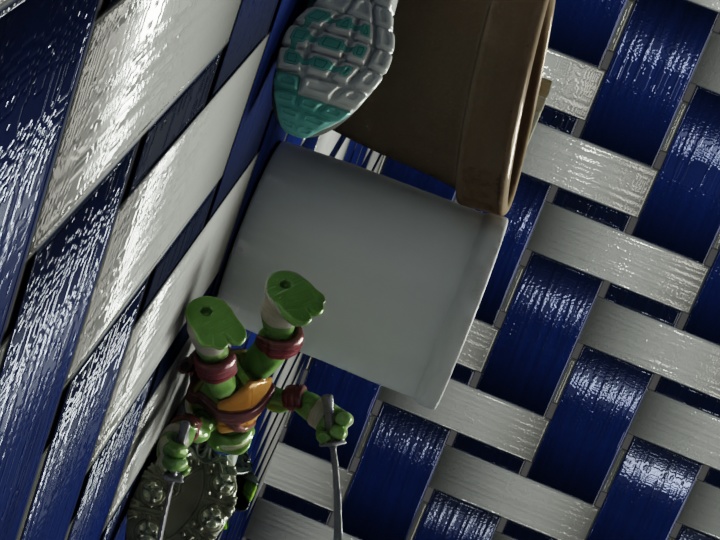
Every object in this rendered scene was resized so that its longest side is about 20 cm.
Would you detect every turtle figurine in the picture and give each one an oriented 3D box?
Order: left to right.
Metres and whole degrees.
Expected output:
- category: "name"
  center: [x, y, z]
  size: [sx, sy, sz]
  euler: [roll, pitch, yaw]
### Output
- category: "turtle figurine"
  center: [-0.074, 0.110, 1.401]
  size: [0.194, 0.143, 0.200]
  euler: [98, -1, -47]

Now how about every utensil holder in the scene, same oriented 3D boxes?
- category: "utensil holder"
  center: [0.000, 0.000, 1.569]
  size: [0.170, 0.200, 0.170]
  euler: [22, 90, -88]

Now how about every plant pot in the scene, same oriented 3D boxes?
- category: "plant pot"
  center: [0.055, -0.156, 1.530]
  size: [0.200, 0.174, 0.201]
  euler: [11, 90, -83]

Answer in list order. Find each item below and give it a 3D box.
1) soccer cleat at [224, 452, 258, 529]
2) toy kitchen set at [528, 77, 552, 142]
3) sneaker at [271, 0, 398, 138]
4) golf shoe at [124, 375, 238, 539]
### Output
- category: "soccer cleat"
  center: [-0.127, 0.175, 1.690]
  size: [0.200, 0.081, 0.068]
  euler: [-65, 176, -68]
- category: "toy kitchen set"
  center: [0.106, -0.246, 1.901]
  size: [0.181, 0.200, 0.163]
  euler: [-66, 178, -56]
- category: "sneaker"
  center: [-0.012, -0.165, 1.355]
  size: [0.091, 0.077, 0.200]
  euler: [116, -2, -59]
- category: "golf shoe"
  center: [-0.137, 0.170, 1.532]
  size: [0.200, 0.078, 0.097]
  euler: [-66, -177, -36]
